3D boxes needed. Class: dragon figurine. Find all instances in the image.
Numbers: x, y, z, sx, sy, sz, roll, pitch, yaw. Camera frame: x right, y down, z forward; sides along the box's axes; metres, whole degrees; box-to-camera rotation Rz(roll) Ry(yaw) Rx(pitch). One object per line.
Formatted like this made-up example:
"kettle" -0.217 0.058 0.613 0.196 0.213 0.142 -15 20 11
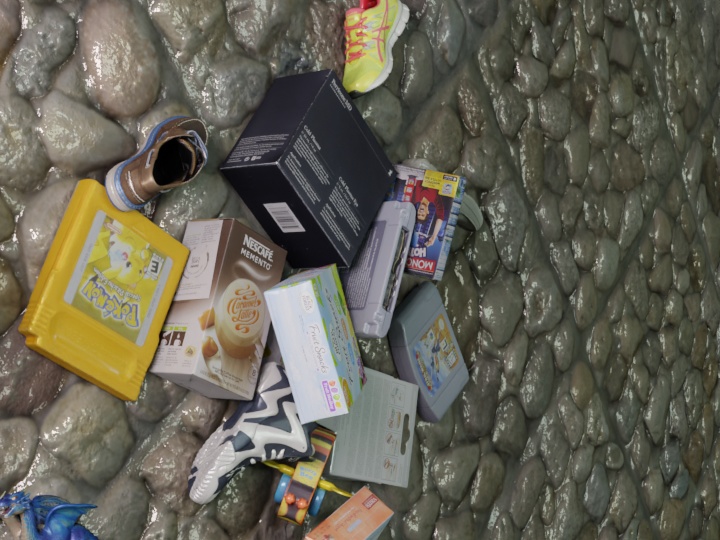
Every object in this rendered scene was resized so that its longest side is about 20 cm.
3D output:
"dragon figurine" -0.322 0.274 1.245 0.200 0.059 0.100 5 85 -52

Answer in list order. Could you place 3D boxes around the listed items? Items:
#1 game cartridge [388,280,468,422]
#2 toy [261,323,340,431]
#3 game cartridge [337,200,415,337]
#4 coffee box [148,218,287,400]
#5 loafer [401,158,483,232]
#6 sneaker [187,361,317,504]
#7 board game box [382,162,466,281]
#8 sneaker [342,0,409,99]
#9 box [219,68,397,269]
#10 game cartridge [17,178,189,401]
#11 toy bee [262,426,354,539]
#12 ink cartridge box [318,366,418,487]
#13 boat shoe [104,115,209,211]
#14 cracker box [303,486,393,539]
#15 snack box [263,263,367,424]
"game cartridge" 0.107 0.136 1.845 0.133 0.041 0.201 -51 127 -46
"toy" -0.096 0.131 1.564 0.200 0.047 0.116 33 66 -42
"game cartridge" 0.000 0.000 1.624 0.041 0.133 0.201 36 61 -47
"coffee box" -0.174 0.048 1.434 0.114 0.079 0.201 33 63 -49
"loafer" 0.126 -0.107 1.857 0.200 0.070 0.070 34 67 -39
"sneaker" -0.120 0.229 1.460 0.130 0.079 0.200 40 61 -19
"board game box" 0.055 -0.052 1.687 0.062 0.200 0.201 10 95 -51
"sneaker" 0.003 -0.339 1.703 0.090 0.078 0.201 41 51 -35
"box" -0.065 -0.134 1.568 0.200 0.104 0.182 56 48 -36
"game cartridge" -0.288 0.025 1.325 0.176 0.032 0.201 40 57 -45
"toy bee" -0.071 0.293 1.521 0.109 0.130 0.201 107 -16 -66
"ink cartridge box" 0.006 0.229 1.699 0.200 0.057 0.163 26 68 -55
"boat shoe" -0.219 -0.130 1.368 0.072 0.072 0.200 64 31 -23
"cracker box" -0.049 0.388 1.513 0.134 0.058 0.200 -30 155 -50
"snack box" -0.052 0.087 1.463 0.200 0.067 0.169 -41 116 -79
